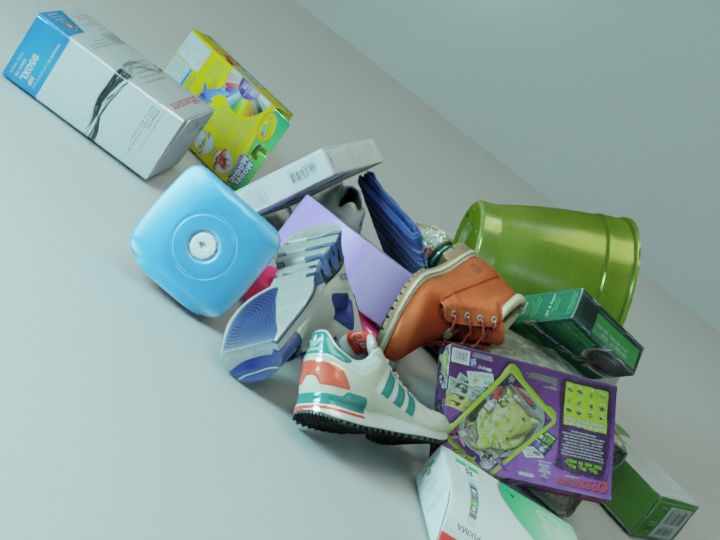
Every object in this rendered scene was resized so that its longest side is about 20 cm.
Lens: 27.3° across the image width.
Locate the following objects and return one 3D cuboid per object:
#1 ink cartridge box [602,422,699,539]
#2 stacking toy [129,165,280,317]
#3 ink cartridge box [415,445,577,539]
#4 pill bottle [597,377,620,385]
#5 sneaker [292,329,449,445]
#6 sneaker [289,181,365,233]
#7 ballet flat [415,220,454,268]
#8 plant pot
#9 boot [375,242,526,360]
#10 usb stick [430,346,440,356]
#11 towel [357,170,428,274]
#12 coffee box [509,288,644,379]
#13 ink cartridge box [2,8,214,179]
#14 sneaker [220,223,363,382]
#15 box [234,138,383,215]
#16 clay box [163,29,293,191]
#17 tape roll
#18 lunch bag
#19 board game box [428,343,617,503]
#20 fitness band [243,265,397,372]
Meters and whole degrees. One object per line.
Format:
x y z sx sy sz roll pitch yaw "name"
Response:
0.296 0.227 1.753 0.103 0.059 0.200 21 21 -50 "ink cartridge box"
-0.152 -0.034 1.433 0.116 0.110 0.200 41 2 -10 "stacking toy"
0.133 0.250 1.298 0.160 0.050 0.200 34 12 -15 "ink cartridge box"
0.246 0.091 1.956 0.199 0.115 0.114 34 14 -13 "pill bottle"
0.018 0.105 1.345 0.070 0.094 0.199 -6 -16 40 "sneaker"
-0.032 -0.077 1.864 0.074 0.088 0.200 23 17 -26 "sneaker"
0.102 -0.012 1.932 0.064 0.076 0.200 43 -8 25 "ballet flat"
0.209 0.003 1.803 0.191 0.202 0.201 17 17 -10 "plant pot"
0.093 0.049 1.516 0.107 0.075 0.200 39 42 15 "boot"
0.097 0.082 1.783 0.200 0.033 0.055 46 14 33 "usb stick"
0.059 -0.018 1.830 0.145 0.024 0.201 51 -13 43 "towel"
0.212 0.080 1.700 0.123 0.044 0.199 41 -30 -28 "coffee box"
-0.277 -0.199 1.655 0.199 0.085 0.145 36 14 0 "ink cartridge box"
-0.045 0.053 1.367 0.116 0.080 0.200 65 31 -24 "sneaker"
-0.067 -0.106 1.735 0.037 0.143 0.200 66 19 1 "box"
-0.170 -0.194 1.844 0.200 0.115 0.047 45 15 25 "clay box"
0.000 0.000 1.661 0.200 0.066 0.200 39 2 -1 "tape roll"
0.174 0.143 1.600 0.200 0.118 0.164 39 14 -12 "lunch bag"
0.164 0.153 1.472 0.198 0.032 0.121 16 65 -22 "board game box"
-0.038 0.057 1.529 0.199 0.038 0.144 25 16 -45 "fitness band"
